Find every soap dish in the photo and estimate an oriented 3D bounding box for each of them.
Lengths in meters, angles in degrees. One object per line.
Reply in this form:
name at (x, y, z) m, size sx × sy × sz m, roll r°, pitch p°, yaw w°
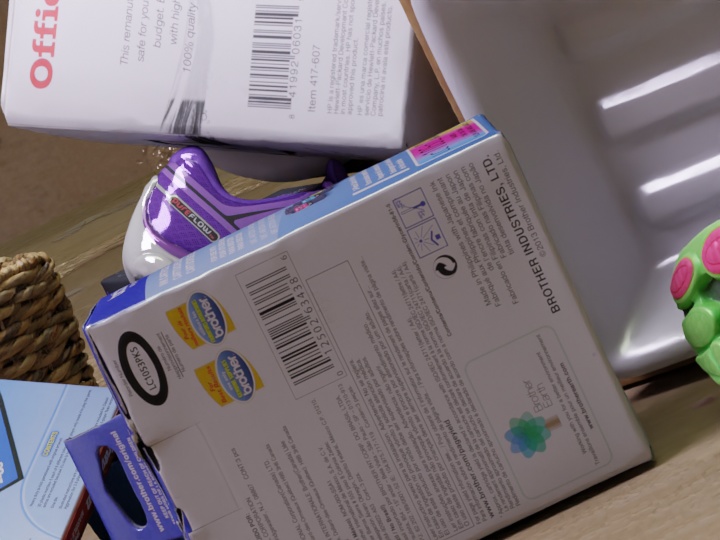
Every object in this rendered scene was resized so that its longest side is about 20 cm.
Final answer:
soap dish at (0.124, -0.067, 0.855) m, size 0.157 × 0.200 × 0.081 m, roll -22°, pitch 13°, yaw 25°

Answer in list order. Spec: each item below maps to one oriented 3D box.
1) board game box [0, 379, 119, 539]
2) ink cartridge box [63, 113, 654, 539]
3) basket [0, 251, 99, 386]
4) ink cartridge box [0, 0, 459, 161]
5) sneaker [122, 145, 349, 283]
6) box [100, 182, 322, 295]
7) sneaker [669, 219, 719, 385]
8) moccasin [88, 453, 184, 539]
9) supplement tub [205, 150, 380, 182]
board game box at (-0.169, 0.111, 0.887) m, size 0.103 × 0.019 × 0.200 m, roll 5°, pitch 35°, yaw 8°
ink cartridge box at (-0.013, 0.046, 0.805) m, size 0.200 × 0.137 × 0.076 m, roll -26°, pitch 7°, yaw 0°
basket at (-0.250, 0.089, 1.165) m, size 0.149 × 0.143 × 0.200 m, roll -15°, pitch 8°, yaw 25°
ink cartridge box at (-0.048, -0.126, 0.951) m, size 0.200 × 0.146 × 0.084 m, roll 6°, pitch 0°, yaw 25°
sneaker at (0.000, 0.000, 0.933) m, size 0.081 × 0.200 × 0.084 m, roll 168°, pitch 122°, yaw -79°
box at (-0.033, 0.023, 1.077) m, size 0.122 × 0.106 × 0.200 m, roll -27°, pitch 9°, yaw -20°
sneaker at (0.196, 0.001, 0.744) m, size 0.200 × 0.077 × 0.084 m, roll -13°, pitch -2°, yaw 41°
moccasin at (-0.050, 0.071, 0.935) m, size 0.200 × 0.081 × 0.068 m, roll -15°, pitch 18°, yaw 45°
supplement tub at (-0.008, -0.121, 1.095) m, size 0.144 × 0.145 × 0.200 m, roll -22°, pitch -4°, yaw 24°
